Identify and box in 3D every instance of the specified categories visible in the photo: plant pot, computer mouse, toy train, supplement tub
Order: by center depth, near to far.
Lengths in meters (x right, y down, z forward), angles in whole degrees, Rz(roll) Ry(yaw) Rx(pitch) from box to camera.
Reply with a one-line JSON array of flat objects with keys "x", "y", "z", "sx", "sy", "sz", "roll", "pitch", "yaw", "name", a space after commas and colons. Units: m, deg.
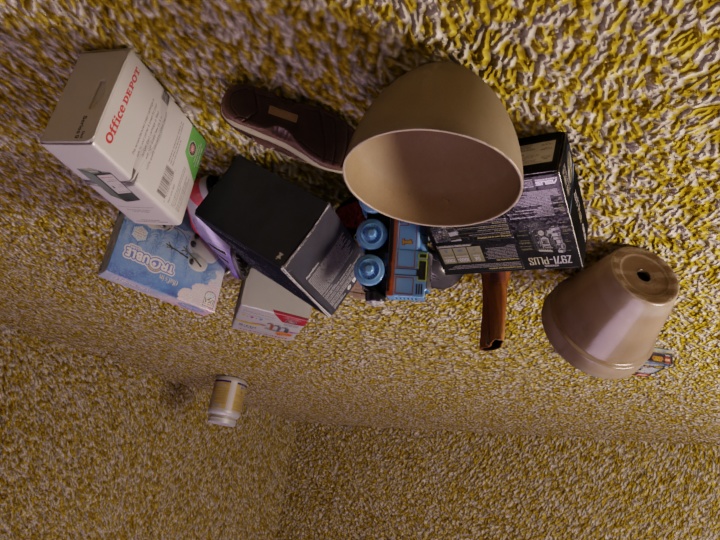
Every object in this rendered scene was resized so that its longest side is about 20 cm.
[{"x": 0.089, "y": -0.156, "z": 0.690, "sx": 0.199, "sy": 0.135, "sz": 0.201, "roll": 9, "pitch": 158, "yaw": 4, "name": "plant pot"}, {"x": 0.052, "y": -0.046, "z": 0.890, "sx": 0.113, "sy": 0.201, "sz": 0.087, "roll": 3, "pitch": 172, "yaw": 5, "name": "toy train"}, {"x": 0.436, "y": 0.056, "z": 1.023, "sx": 0.199, "sy": 0.201, "sz": 0.174, "roll": 11, "pitch": 141, "yaw": -4, "name": "plant pot"}, {"x": 0.102, "y": 0.013, "z": 1.124, "sx": 0.199, "sy": 0.046, "sz": 0.140, "roll": 24, "pitch": 121, "yaw": -34, "name": "computer mouse"}, {"x": -0.592, "y": 0.578, "z": 2.658, "sx": 0.144, "sy": 0.201, "sz": 0.146, "roll": 9, "pitch": 158, "yaw": 4, "name": "supplement tub"}]

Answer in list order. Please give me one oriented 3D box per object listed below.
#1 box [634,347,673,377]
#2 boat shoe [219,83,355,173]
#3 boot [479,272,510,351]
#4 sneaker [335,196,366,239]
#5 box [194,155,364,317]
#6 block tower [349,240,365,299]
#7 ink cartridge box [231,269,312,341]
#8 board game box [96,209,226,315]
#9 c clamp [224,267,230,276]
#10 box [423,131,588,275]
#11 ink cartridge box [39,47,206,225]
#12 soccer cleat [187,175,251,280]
[{"x": 0.637, "y": 0.216, "z": 1.478, "sx": 0.199, "sy": 0.040, "sz": 0.137, "roll": 9, "pitch": 159, "yaw": 3, "name": "box"}, {"x": -0.088, "y": -0.184, "z": 0.799, "sx": 0.201, "sy": 0.075, "sz": 0.075, "roll": 24, "pitch": 168, "yaw": -18, "name": "boat shoe"}, {"x": 0.217, "y": 0.015, "z": 0.960, "sx": 0.068, "sy": 0.201, "sz": 0.188, "roll": 11, "pitch": 158, "yaw": -2, "name": "boot"}, {"x": 0.053, "y": -0.070, "z": 0.987, "sx": 0.199, "sy": 0.080, "sz": 0.096, "roll": 3, "pitch": 159, "yaw": 17, "name": "sneaker"}, {"x": -0.119, "y": -0.051, "z": 0.954, "sx": 0.199, "sy": 0.124, "sz": 0.197, "roll": 30, "pitch": 170, "yaw": 28, "name": "box"}, {"x": 0.000, "y": 0.000, "z": 1.208, "sx": 0.054, "sy": 0.058, "sz": 0.200, "roll": 8, "pitch": 157, "yaw": 1, "name": "block tower"}, {"x": -0.185, "y": 0.051, "z": 1.291, "sx": 0.144, "sy": 0.146, "sz": 0.200, "roll": 14, "pitch": 158, "yaw": -12, "name": "ink cartridge box"}, {"x": -0.322, "y": -0.049, "z": 1.035, "sx": 0.199, "sy": 0.200, "sz": 0.043, "roll": 27, "pitch": 152, "yaw": -37, "name": "board game box"}, {"x": -0.330, "y": -0.051, "z": 1.137, "sx": 0.199, "sy": 0.172, "sz": 0.027, "roll": 0, "pitch": 143, "yaw": -7, "name": "c clamp"}, {"x": 0.192, "y": -0.084, "z": 0.820, "sx": 0.199, "sy": 0.086, "sz": 0.164, "roll": -5, "pitch": 133, "yaw": 31, "name": "box"}, {"x": -0.305, "y": -0.172, "z": 0.805, "sx": 0.083, "sy": 0.147, "sz": 0.200, "roll": 4, "pitch": 156, "yaw": 18, "name": "ink cartridge box"}, {"x": -0.250, "y": -0.069, "z": 1.043, "sx": 0.073, "sy": 0.068, "sz": 0.201, "roll": -10, "pitch": 123, "yaw": 14, "name": "soccer cleat"}]
